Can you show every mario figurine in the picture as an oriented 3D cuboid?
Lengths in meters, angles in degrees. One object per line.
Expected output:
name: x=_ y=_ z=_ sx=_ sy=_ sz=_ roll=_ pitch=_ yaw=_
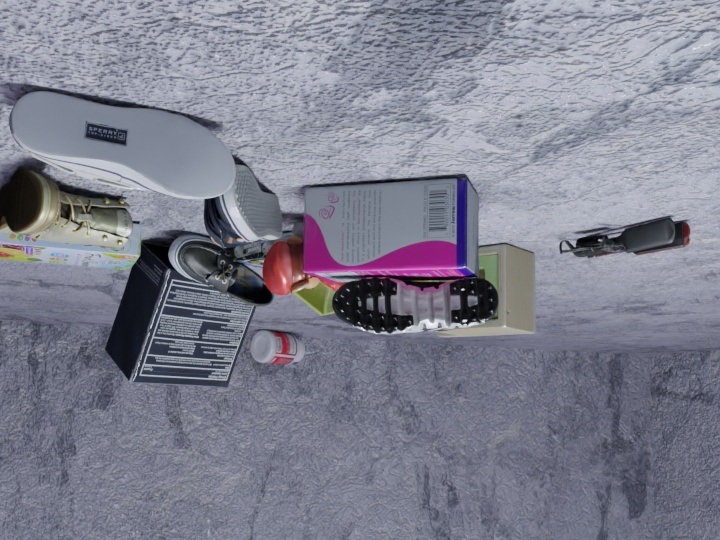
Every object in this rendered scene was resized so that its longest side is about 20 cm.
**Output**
mario figurine: x=-0.038 y=-0.012 z=1.072 sx=0.195 sy=0.108 sz=0.124 roll=-13 pitch=-154 yaw=12

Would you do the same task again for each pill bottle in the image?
pill bottle: x=-0.291 y=0.277 z=2.819 sx=0.110 sy=0.115 sz=0.198 roll=-5 pitch=168 yaw=35

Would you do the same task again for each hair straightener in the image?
hair straightener: x=0.351 y=-0.045 z=1.100 sx=0.076 sy=0.042 sz=0.198 roll=9 pitch=172 yaw=-36

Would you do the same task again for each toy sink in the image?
toy sink: x=0.179 y=0.038 z=1.307 sx=0.197 sy=0.134 sz=0.111 roll=-6 pitch=168 yaw=41

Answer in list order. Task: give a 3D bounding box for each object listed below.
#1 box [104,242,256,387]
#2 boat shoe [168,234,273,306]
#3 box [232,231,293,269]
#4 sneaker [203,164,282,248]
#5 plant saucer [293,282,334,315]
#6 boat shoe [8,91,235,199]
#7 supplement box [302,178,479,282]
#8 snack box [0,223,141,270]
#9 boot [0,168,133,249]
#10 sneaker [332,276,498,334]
box: x=-0.298 y=0.079 z=1.336 sx=0.198 sy=0.202 sz=0.122 roll=12 pitch=-166 yaw=-45
boat shoe: x=-0.213 y=0.003 z=1.247 sx=0.056 sy=0.070 sz=0.199 roll=21 pitch=173 yaw=44
box: x=-0.093 y=-0.020 z=1.279 sx=0.134 sy=0.041 sz=0.199 roll=-5 pitch=168 yaw=30
sneaker: x=-0.147 y=-0.066 z=0.906 sx=0.077 sy=0.081 sz=0.200 roll=-5 pitch=171 yaw=7
plant saucer: x=0.000 y=0.000 z=1.213 sx=0.196 sy=0.049 sz=0.200 roll=-17 pitch=161 yaw=8
boat shoe: x=-0.213 y=-0.106 z=0.715 sx=0.196 sy=0.074 sz=0.065 roll=7 pitch=173 yaw=-25
supplement box: x=0.038 y=-0.043 z=0.938 sx=0.195 sy=0.104 sz=0.103 roll=-1 pitch=172 yaw=18
snack box: x=-0.433 y=-0.042 z=1.168 sx=0.196 sy=0.054 sz=0.142 roll=5 pitch=171 yaw=-23
boot: x=-0.347 y=-0.068 z=0.954 sx=0.152 sy=0.074 sz=0.198 roll=9 pitch=173 yaw=-35
sneaker: x=0.065 y=0.045 z=0.948 sx=0.195 sy=0.068 sz=0.091 roll=-2 pitch=170 yaw=6
